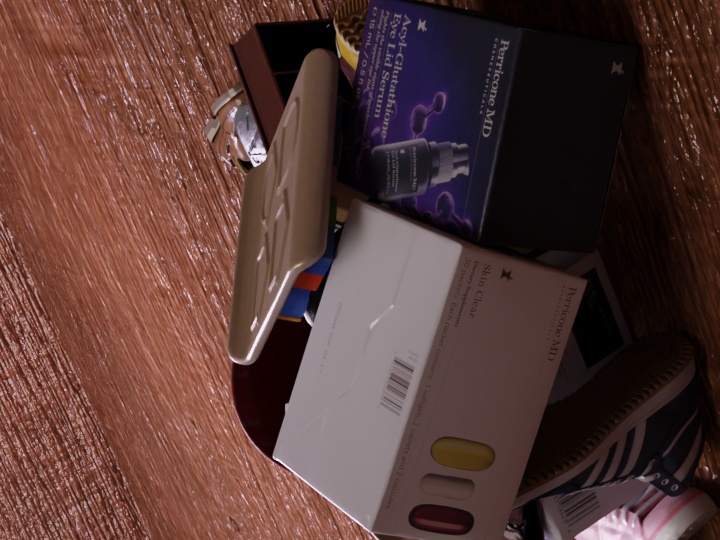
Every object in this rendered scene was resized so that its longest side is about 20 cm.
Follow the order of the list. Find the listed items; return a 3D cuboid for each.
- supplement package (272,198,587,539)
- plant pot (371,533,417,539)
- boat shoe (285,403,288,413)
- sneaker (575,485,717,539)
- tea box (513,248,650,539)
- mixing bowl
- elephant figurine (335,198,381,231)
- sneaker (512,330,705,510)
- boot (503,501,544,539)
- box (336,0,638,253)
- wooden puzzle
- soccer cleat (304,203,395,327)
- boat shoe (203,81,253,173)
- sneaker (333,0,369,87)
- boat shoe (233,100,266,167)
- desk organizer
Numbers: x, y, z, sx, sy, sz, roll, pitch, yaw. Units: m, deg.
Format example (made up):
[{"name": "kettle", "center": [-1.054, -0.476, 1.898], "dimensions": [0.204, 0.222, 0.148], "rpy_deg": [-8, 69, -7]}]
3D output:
[{"name": "supplement package", "center": [0.045, 0.071, 1.118], "dimensions": [0.156, 0.111, 0.200], "rpy_deg": [27, 101, 58]}, {"name": "plant pot", "center": [0.044, 0.206, 1.704], "dimensions": [0.201, 0.093, 0.201], "rpy_deg": [48, 154, 32]}, {"name": "boat shoe", "center": [0.027, 0.155, 1.463], "dimensions": [0.075, 0.199, 0.066], "rpy_deg": [31, -120, -80]}, {"name": "sneaker", "center": [0.218, 0.198, 1.314], "dimensions": [0.105, 0.075, 0.200], "rpy_deg": [51, 161, 13]}, {"name": "tea box", "center": [0.125, 0.091, 1.311], "dimensions": [0.197, 0.133, 0.200], "rpy_deg": [7, 123, 63]}, {"name": "mixing bowl", "center": [-0.018, 0.110, 1.568], "dimensions": [0.200, 0.200, 0.108], "rpy_deg": [56, -178, 13]}, {"name": "elephant figurine", "center": [0.000, 0.000, 1.417], "dimensions": [0.141, 0.155, 0.200], "rpy_deg": [-1, 139, 34]}, {"name": "sneaker", "center": [0.176, 0.141, 1.180], "dimensions": [0.070, 0.200, 0.109], "rpy_deg": [38, 157, 50]}, {"name": "boot", "center": [0.069, 0.129, 1.248], "dimensions": [0.166, 0.072, 0.200], "rpy_deg": [17, 130, 40]}, {"name": "box", "center": [0.084, -0.107, 1.128], "dimensions": [0.200, 0.104, 0.148], "rpy_deg": [26, 108, 57]}, {"name": "wooden puzzle", "center": [-0.050, -0.043, 1.227], "dimensions": [0.200, 0.046, 0.186], "rpy_deg": [128, 150, -58]}, {"name": "soccer cleat", "center": [0.032, -0.024, 1.301], "dimensions": [0.081, 0.200, 0.068], "rpy_deg": [2, 130, 57]}, {"name": "boat shoe", "center": [-0.113, -0.154, 1.665], "dimensions": [0.068, 0.072, 0.200], "rpy_deg": [56, 168, 2]}, {"name": "sneaker", "center": [0.048, -0.136, 1.316], "dimensions": [0.200, 0.075, 0.090], "rpy_deg": [58, 169, 24]}, {"name": "boat shoe", "center": [-0.052, -0.084, 1.514], "dimensions": [0.074, 0.065, 0.202], "rpy_deg": [3, 129, 45]}, {"name": "desk organizer", "center": [-0.042, -0.142, 1.383], "dimensions": [0.077, 0.072, 0.200], "rpy_deg": [-42, 48, 26]}]
